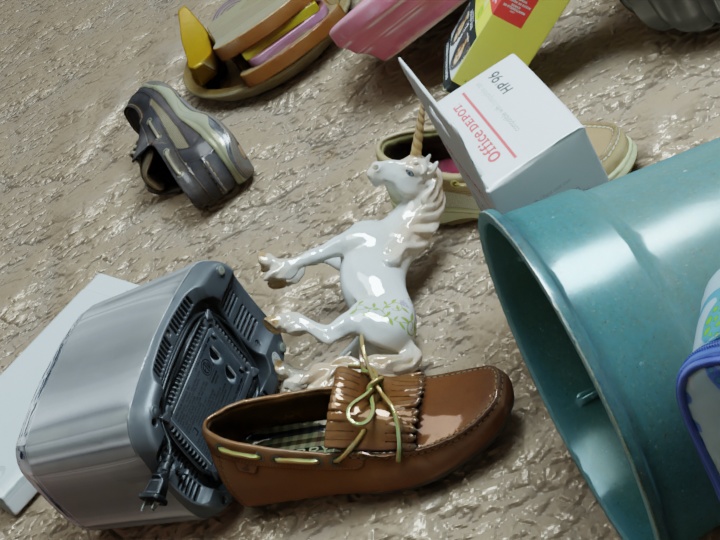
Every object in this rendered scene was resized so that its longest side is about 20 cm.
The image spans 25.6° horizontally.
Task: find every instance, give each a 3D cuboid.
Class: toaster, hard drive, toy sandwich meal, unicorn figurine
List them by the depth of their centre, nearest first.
[{"bbox_3d":[-0.142,0.093,1.059,0.128,0.114,0.201,-16,39,32],"label":"toaster"},{"bbox_3d":[0.000,0.000,1.073,0.135,0.074,0.202,-12,66,4],"label":"unicorn figurine"},{"bbox_3d":[-0.232,0.089,1.222,0.131,0.026,0.200,13,55,49],"label":"hard drive"},{"bbox_3d":[-0.096,-0.233,1.478,0.203,0.071,0.206,-23,34,17],"label":"toy sandwich meal"}]

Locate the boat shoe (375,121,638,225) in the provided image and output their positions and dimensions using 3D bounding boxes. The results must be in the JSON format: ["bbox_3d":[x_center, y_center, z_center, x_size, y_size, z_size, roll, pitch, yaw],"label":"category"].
[{"bbox_3d":[0.094,-0.077,1.108,0.198,0.067,0.074,-9,40,34],"label":"boat shoe"}]

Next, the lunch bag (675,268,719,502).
[{"bbox_3d":[0.227,0.081,0.662,0.159,0.201,0.083,-10,32,30],"label":"lunch bag"}]

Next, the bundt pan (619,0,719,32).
[{"bbox_3d":[0.268,-0.249,1.169,0.200,0.076,0.203,-23,35,17],"label":"bundt pan"}]

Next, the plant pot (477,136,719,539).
[{"bbox_3d":[0.188,0.018,0.802,0.194,0.202,0.201,-27,32,-3],"label":"plant pot"}]

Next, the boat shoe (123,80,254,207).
[{"bbox_3d":[-0.168,-0.109,1.378,0.073,0.075,0.200,-41,32,-12],"label":"boat shoe"}]

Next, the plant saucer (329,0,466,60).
[{"bbox_3d":[0.066,-0.237,1.304,0.200,0.051,0.201,-37,5,4],"label":"plant saucer"}]

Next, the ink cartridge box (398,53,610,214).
[{"bbox_3d":[0.106,-0.045,0.932,0.067,0.201,0.116,-32,32,1],"label":"ink cartridge box"}]

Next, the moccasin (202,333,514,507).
[{"bbox_3d":[-0.003,0.089,0.966,0.199,0.078,0.074,-9,39,27],"label":"moccasin"}]

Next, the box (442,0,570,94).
[{"bbox_3d":[0.128,-0.217,1.181,0.201,0.050,0.076,-57,17,37],"label":"box"}]
